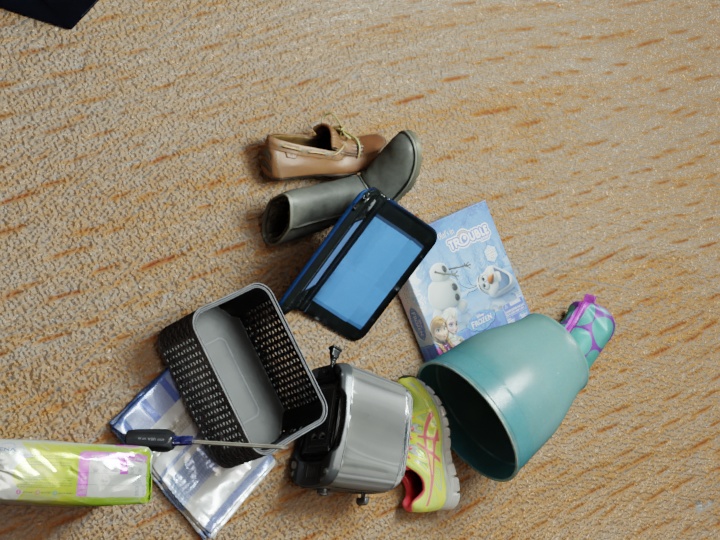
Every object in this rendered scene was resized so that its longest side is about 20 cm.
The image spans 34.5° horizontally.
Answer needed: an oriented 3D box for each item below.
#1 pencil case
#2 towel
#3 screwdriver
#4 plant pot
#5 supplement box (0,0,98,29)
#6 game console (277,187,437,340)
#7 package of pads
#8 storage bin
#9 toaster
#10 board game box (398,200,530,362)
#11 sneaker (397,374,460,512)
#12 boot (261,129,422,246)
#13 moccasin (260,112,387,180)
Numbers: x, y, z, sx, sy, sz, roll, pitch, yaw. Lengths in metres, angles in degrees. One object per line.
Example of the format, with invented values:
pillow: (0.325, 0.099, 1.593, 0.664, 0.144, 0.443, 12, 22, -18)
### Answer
pencil case: (0.318, 0.132, 1.817, 0.200, 0.085, 0.093, -45, 129, -33)
towel: (-0.209, 0.223, 1.476, 0.200, 0.024, 0.147, 52, 56, -13)
screwdriver: (-0.186, 0.205, 1.400, 0.199, 0.028, 0.029, -1, 47, 2)
plant pot: (0.215, 0.163, 1.651, 0.188, 0.200, 0.200, -35, 99, -25)
supplement box: (-0.413, -0.438, 1.423, 0.200, 0.134, 0.200, 14, 72, -31)
game console: (0.000, 0.000, 1.561, 0.118, 0.171, 0.200, 37, 99, 2)
package of pads: (-0.348, 0.230, 1.298, 0.199, 0.154, 0.068, 9, 74, -32)
storage bin: (-0.150, 0.134, 1.478, 0.135, 0.094, 0.200, -26, 89, -42)
toaster: (-0.009, 0.211, 1.562, 0.129, 0.114, 0.201, 21, 66, -33)
board game box: (0.146, 0.018, 1.752, 0.200, 0.043, 0.200, -25, 93, -36)
sneaker: (0.077, 0.248, 1.633, 0.090, 0.078, 0.201, -12, 84, -29)
boot: (-0.027, -0.114, 1.601, 0.200, 0.182, 0.073, -6, 48, -36)
moccasin: (-0.049, -0.178, 1.644, 0.201, 0.074, 0.078, -6, 120, -28)
